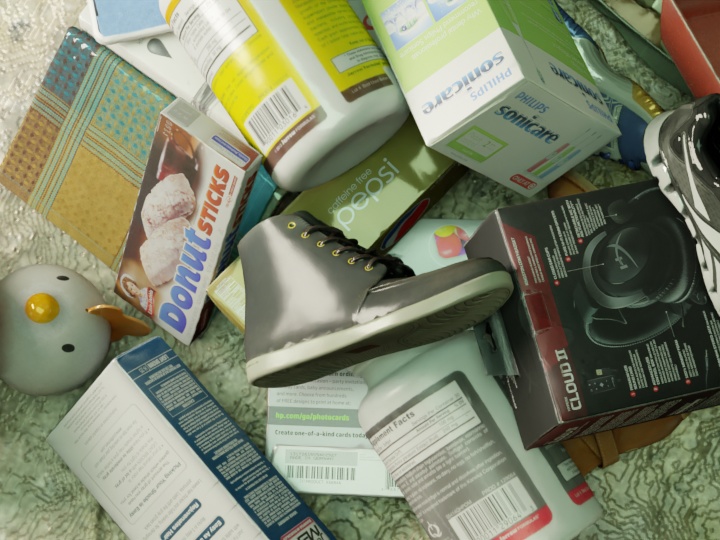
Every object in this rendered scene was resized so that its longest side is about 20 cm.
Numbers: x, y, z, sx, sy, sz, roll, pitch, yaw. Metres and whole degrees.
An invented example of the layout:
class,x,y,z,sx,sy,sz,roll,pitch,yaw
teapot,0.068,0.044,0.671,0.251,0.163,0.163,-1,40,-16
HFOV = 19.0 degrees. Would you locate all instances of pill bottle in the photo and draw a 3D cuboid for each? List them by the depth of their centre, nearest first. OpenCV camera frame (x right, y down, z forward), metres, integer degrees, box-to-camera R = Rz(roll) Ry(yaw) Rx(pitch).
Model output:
class,x,y,z,sx,sy,sz,roll,pitch,yaw
pill bottle,-0.061,-0.160,1.439,0.109,0.109,0.200,-34,80,1
pill bottle,0.067,0.110,1.459,0.111,0.111,0.200,-32,82,1

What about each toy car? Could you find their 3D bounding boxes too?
class,x,y,z,sx,sy,sz,roll,pitch,yaw
toy car,-0.248,0.038,1.517,0.199,0.177,0.185,-7,71,-8

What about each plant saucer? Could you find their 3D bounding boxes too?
class,x,y,z,sx,sy,sz,roll,pitch,yaw
plant saucer,0.293,-0.113,1.484,0.037,0.200,0.200,-35,80,36

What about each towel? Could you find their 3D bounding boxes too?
class,x,y,z,sx,sy,sz,roll,pitch,yaw
towel,-0.159,-0.064,1.553,0.200,0.022,0.147,37,118,9

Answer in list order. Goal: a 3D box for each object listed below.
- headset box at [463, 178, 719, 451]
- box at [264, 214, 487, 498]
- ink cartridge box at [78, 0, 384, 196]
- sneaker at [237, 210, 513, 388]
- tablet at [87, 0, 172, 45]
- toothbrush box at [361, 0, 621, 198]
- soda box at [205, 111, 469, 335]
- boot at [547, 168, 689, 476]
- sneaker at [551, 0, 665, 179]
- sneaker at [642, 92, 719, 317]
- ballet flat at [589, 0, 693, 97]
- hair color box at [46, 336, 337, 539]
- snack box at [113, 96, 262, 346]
class,x,y,z,sx,sy,sz,roll,pitch,yaw
headset box,0.169,0.025,1.418,0.199,0.077,0.149,-12,75,-18
box,0.013,0.062,1.545,0.155,0.041,0.201,1,84,5
ink cartridge box,-0.080,-0.170,1.554,0.200,0.085,0.146,35,82,6
sneaker,0.000,0.000,1.397,0.200,0.075,0.107,-19,74,27
tablet,-0.101,-0.238,1.519,0.199,0.014,0.131,-12,78,-2
toothbrush box,0.076,-0.167,1.463,0.086,0.146,0.200,-35,63,21
soda box,-0.014,-0.029,1.503,0.200,0.068,0.064,-45,80,-4
boot,0.151,0.040,1.526,0.155,0.077,0.200,-36,89,4
sneaker,0.165,-0.106,1.541,0.088,0.075,0.200,-46,73,7
sneaker,0.251,-0.027,1.369,0.066,0.091,0.200,-23,79,-21
ballet flat,0.212,-0.188,1.543,0.200,0.064,0.067,40,88,8
hair color box,-0.119,0.156,1.516,0.200,0.060,0.100,49,124,9
snack box,-0.121,-0.030,1.480,0.072,0.200,0.024,35,51,10
